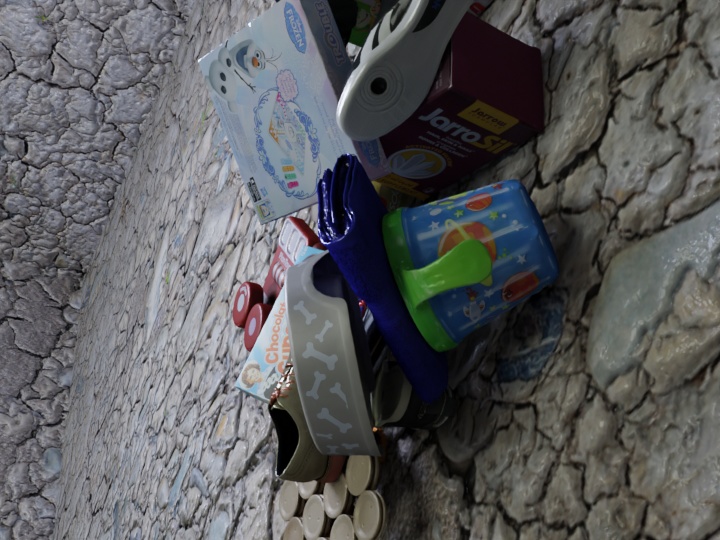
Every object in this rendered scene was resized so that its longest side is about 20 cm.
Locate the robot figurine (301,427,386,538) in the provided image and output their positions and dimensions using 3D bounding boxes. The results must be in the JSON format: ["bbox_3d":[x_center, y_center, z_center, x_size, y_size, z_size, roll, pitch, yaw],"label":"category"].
[{"bbox_3d":[-0.024,0.252,1.012,0.145,0.057,0.204,13,88,65],"label":"robot figurine"}]

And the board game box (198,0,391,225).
[{"bbox_3d":[-0.076,-0.169,0.950,0.198,0.043,0.203,-15,98,50],"label":"board game box"}]

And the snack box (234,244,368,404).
[{"bbox_3d":[-0.062,0.076,1.091,0.115,0.037,0.203,16,73,32],"label":"snack box"}]

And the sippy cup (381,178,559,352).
[{"bbox_3d":[0.104,-0.014,0.793,0.129,0.140,0.179,-23,35,14],"label":"sippy cup"}]

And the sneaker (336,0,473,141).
[{"bbox_3d":[0.034,-0.227,0.855,0.201,0.072,0.112,-54,32,13],"label":"sneaker"}]

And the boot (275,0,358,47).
[{"bbox_3d":[-0.077,-0.268,1.009,0.201,0.075,0.170,56,144,33],"label":"boot"}]

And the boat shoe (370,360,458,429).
[{"bbox_3d":[0.048,0.134,0.925,0.200,0.066,0.073,154,126,-79],"label":"boat shoe"}]

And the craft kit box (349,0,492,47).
[{"bbox_3d":[0.050,-0.337,1.042,0.200,0.195,0.049,-41,39,51],"label":"craft kit box"}]

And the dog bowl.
[{"bbox_3d":[-0.025,0.079,0.827,0.200,0.058,0.204,-12,-90,-87],"label":"dog bowl"}]

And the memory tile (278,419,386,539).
[{"bbox_3d":[-0.034,0.254,0.948,0.201,0.017,0.155,-53,36,36],"label":"memory tile"}]

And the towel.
[{"bbox_3d":[0.019,0.009,0.806,0.049,0.201,0.149,-22,31,15],"label":"towel"}]

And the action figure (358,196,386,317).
[{"bbox_3d":[0.000,0.000,0.987,0.201,0.064,0.100,-59,10,31],"label":"action figure"}]

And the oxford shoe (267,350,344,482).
[{"bbox_3d":[-0.060,0.122,0.933,0.070,0.074,0.204,-20,70,52],"label":"oxford shoe"}]

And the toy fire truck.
[{"bbox_3d":[-0.093,0.027,1.225,0.171,0.110,0.200,-70,25,13],"label":"toy fire truck"}]

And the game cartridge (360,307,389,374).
[{"bbox_3d":[0.037,0.032,0.980,0.202,0.040,0.134,-61,7,19],"label":"game cartridge"}]

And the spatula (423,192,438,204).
[{"bbox_3d":[0.092,-0.164,1.058,0.056,0.020,0.204,-25,54,53],"label":"spatula"}]

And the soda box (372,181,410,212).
[{"bbox_3d":[0.021,-0.108,1.056,0.067,0.064,0.203,-5,56,34],"label":"soda box"}]

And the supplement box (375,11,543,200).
[{"bbox_3d":[0.081,-0.170,0.936,0.199,0.129,0.105,-28,52,50],"label":"supplement box"}]
